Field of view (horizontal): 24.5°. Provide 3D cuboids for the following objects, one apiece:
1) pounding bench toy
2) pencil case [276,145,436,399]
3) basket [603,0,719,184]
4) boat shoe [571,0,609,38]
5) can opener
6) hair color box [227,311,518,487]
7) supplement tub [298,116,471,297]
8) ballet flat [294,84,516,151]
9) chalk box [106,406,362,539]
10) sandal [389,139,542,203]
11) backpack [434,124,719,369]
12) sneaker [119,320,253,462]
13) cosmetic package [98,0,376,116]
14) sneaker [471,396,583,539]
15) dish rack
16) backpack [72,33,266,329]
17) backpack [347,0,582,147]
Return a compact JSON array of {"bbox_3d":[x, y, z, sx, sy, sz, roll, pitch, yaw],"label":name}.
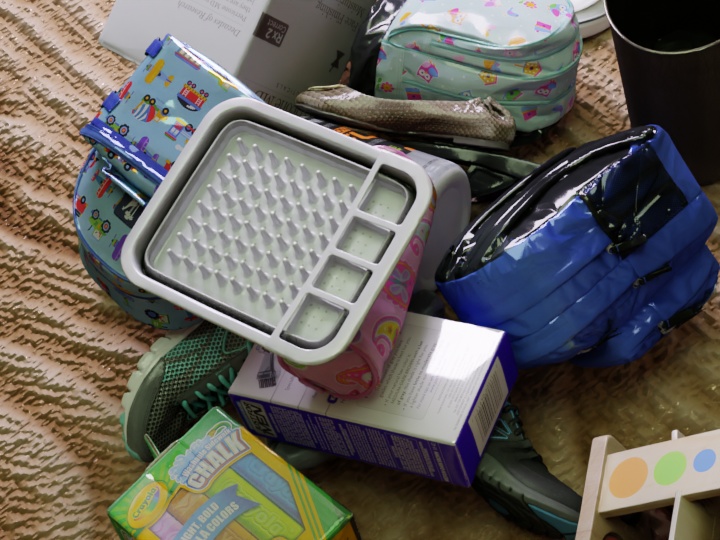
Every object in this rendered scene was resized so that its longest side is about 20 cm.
[{"bbox_3d":[0.262,0.212,1.189,0.155,0.200,0.125,-19,41,39],"label":"pounding bench toy"},{"bbox_3d":[0.000,0.000,1.275,0.087,0.088,0.201,5,52,16],"label":"pencil case"},{"bbox_3d":[0.285,-0.179,1.419,0.135,0.201,0.181,18,58,25],"label":"basket"},{"bbox_3d":[0.248,-0.302,1.605,0.200,0.066,0.073,-42,56,-19],"label":"boat shoe"},{"bbox_3d":[0.001,0.097,1.367,0.200,0.053,0.066,-42,52,-20],"label":"can opener"},{"bbox_3d":[0.010,0.089,1.291,0.198,0.065,0.110,12,55,25],"label":"hair color box"},{"bbox_3d":[-0.014,-0.061,1.446,0.199,0.123,0.123,19,60,24],"label":"supplement tub"},{"bbox_3d":[0.040,-0.142,1.462,0.198,0.067,0.047,10,92,10],"label":"ballet flat"},{"bbox_3d":[-0.105,0.202,1.268,0.199,0.125,0.124,33,66,32],"label":"chalk box"},{"bbox_3d":[0.111,-0.079,1.469,0.199,0.075,0.048,14,89,18],"label":"sandal"},{"bbox_3d":[0.174,-0.001,1.325,0.199,0.162,0.169,-34,91,-18],"label":"backpack"},{"bbox_3d":[-0.120,0.080,1.377,0.091,0.078,0.201,28,77,34],"label":"sneaker"},{"bbox_3d":[-0.103,-0.253,1.536,0.164,0.164,0.201,28,97,29],"label":"cosmetic package"},{"bbox_3d":[0.106,0.135,1.300,0.199,0.073,0.082,33,71,31],"label":"sneaker"},{"bbox_3d":[-0.058,-0.026,1.209,0.199,0.044,0.173,24,73,23],"label":"dish rack"},{"bbox_3d":[-0.152,-0.064,1.351,0.182,0.135,0.200,41,88,23],"label":"backpack"},{"bbox_3d":[0.103,-0.197,1.516,0.198,0.127,0.167,16,49,18],"label":"backpack"}]
